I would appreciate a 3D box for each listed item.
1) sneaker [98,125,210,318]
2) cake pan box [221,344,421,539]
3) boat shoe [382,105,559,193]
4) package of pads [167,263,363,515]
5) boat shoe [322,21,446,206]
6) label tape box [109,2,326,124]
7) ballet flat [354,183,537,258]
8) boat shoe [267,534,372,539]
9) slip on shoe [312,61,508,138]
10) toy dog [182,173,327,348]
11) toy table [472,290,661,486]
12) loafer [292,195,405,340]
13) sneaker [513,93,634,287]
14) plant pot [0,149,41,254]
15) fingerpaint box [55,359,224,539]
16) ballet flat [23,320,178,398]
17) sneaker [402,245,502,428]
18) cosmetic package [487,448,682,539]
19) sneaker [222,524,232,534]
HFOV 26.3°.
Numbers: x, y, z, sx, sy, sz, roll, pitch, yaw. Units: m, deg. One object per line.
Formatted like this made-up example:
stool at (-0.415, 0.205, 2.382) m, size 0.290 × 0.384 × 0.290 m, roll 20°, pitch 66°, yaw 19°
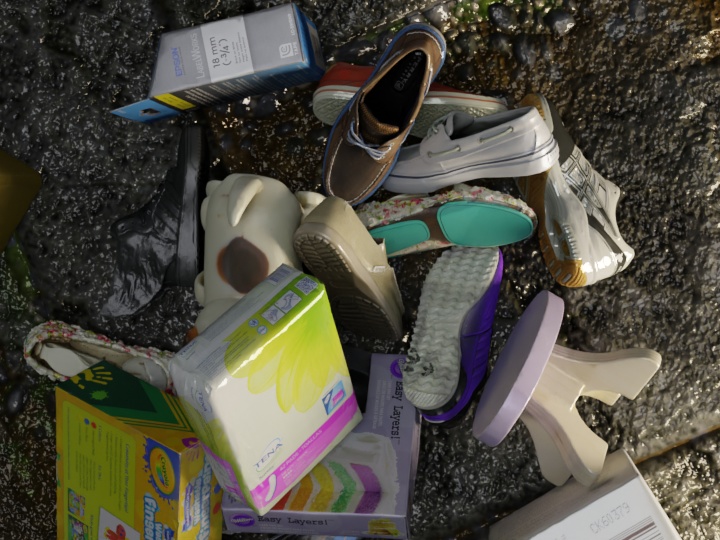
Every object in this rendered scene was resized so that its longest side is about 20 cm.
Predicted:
sneaker at (-0.212, -0.050, 1.588) m, size 0.103 × 0.060 × 0.201 m, roll 2°, pitch 91°, yaw 6°
cake pan box at (-0.033, 0.166, 1.523) m, size 0.183 × 0.052 × 0.201 m, roll 4°, pitch 51°, yaw 6°
boat shoe at (0.099, -0.127, 1.514) m, size 0.199 × 0.074 × 0.067 m, roll -8°, pitch 119°, yaw 31°
package of pads at (-0.085, 0.113, 1.411) m, size 0.068 × 0.201 × 0.154 m, roll 29°, pitch 59°, yaw 36°
boat shoe at (0.014, -0.145, 1.485) m, size 0.072 × 0.072 × 0.201 m, roll 26°, pitch 111°, yaw 0°
label tape box at (-0.144, -0.204, 1.536) m, size 0.199 × 0.144 × 0.064 m, roll -13°, pitch 89°, yaw 7°
ballet flat at (0.077, -0.057, 1.542) m, size 0.199 × 0.064 × 0.076 m, roll -6°, pitch 134°, yaw 12°
boat shoe at (-0.056, 0.294, 1.566) m, size 0.199 × 0.066 × 0.070 m, roll -32°, pitch 86°, yaw 6°
slip on shoe at (0.052, -0.174, 1.554) m, size 0.198 × 0.074 × 0.062 m, roll 7°, pitch 59°, yaw 2°
toy dog at (-0.101, 0.016, 1.513) m, size 0.139 × 0.194 × 0.201 m, roll 9°, pitch 83°, yaw -2°
toy table at (0.192, 0.115, 1.480) m, size 0.117 × 0.200 × 0.184 m, roll 31°, pitch 136°, yaw -1°
loafer at (0.000, 0.000, 1.513) m, size 0.075 × 0.200 × 0.069 m, roll 9°, pitch 60°, yaw 28°
sneaker at (0.212, -0.083, 1.539) m, size 0.087 × 0.076 × 0.201 m, roll -11°, pitch 79°, yaw -22°
plant pot at (-0.479, -0.064, 1.563) m, size 0.199 × 0.176 × 0.201 m, roll 32°, pitch 94°, yaw 6°
fingerpaint box at (-0.217, 0.213, 1.517) m, size 0.166 × 0.073 × 0.201 m, roll 23°, pitch 123°, yaw 29°
ballet flat at (-0.257, 0.106, 1.585) m, size 0.199 × 0.064 × 0.076 m, roll 14°, pitch 97°, yaw 6°
sneaker at (0.099, 0.068, 1.545) m, size 0.069 × 0.100 × 0.201 m, roll 6°, pitch 60°, yaw 29°
cosmetic package at (0.228, 0.288, 1.464) m, size 0.164 × 0.200 × 0.165 m, roll -31°, pitch 86°, yaw 5°
sneaker at (-0.079, 0.219, 1.563) m, size 0.199 × 0.079 × 0.074 m, roll -25°, pitch 86°, yaw 5°
